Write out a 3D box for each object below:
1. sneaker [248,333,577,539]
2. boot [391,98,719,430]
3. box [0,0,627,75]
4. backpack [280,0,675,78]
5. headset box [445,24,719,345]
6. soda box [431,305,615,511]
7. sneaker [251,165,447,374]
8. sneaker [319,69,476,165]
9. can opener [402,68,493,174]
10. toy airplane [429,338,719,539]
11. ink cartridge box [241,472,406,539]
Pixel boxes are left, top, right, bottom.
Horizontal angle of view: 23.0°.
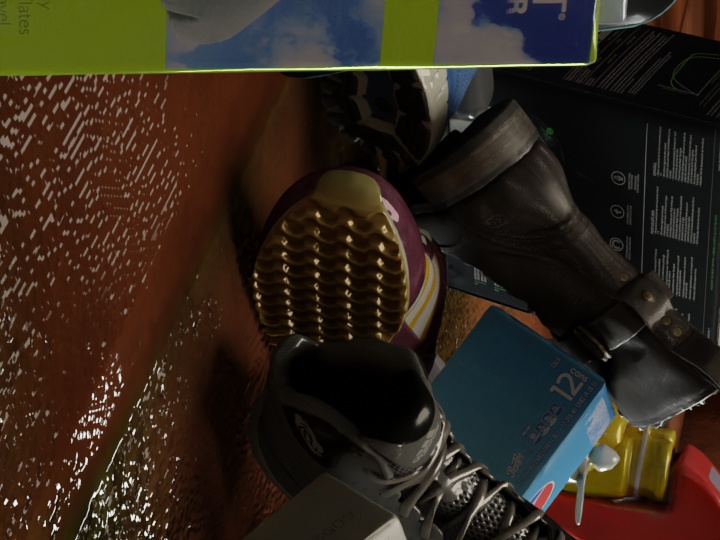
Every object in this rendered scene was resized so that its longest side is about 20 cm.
[{"bbox_3d":[0.034,0.095,0.716,0.075,0.200,0.116,-49,165,-23],"label":"sneaker"},{"bbox_3d":[0.089,0.011,0.860,0.069,0.174,0.200,-43,-175,-13],"label":"boot"},{"bbox_3d":[-0.012,-0.114,0.463,0.048,0.200,0.122,-121,-149,-64],"label":"box"},{"bbox_3d":[0.029,-0.174,0.612,0.153,0.176,0.200,13,72,-60],"label":"backpack"},{"bbox_3d":[0.144,-0.057,1.072,0.093,0.200,0.174,-44,140,-42],"label":"headset box"},{"bbox_3d":[0.032,0.119,0.815,0.200,0.068,0.064,-52,159,-8],"label":"soda box"},{"bbox_3d":[0.000,0.000,0.800,0.200,0.075,0.090,90,16,-56],"label":"sneaker"},{"bbox_3d":[0.024,-0.145,0.786,0.089,0.079,0.200,-53,157,-35],"label":"sneaker"},{"bbox_3d":[0.045,-0.096,0.949,0.066,0.053,0.200,-65,156,-47],"label":"can opener"},{"bbox_3d":[0.101,0.082,0.976,0.200,0.199,0.141,51,-58,51],"label":"toy airplane"},{"bbox_3d":[-0.011,0.192,0.721,0.109,0.050,0.200,-37,128,-24],"label":"ink cartridge box"}]
